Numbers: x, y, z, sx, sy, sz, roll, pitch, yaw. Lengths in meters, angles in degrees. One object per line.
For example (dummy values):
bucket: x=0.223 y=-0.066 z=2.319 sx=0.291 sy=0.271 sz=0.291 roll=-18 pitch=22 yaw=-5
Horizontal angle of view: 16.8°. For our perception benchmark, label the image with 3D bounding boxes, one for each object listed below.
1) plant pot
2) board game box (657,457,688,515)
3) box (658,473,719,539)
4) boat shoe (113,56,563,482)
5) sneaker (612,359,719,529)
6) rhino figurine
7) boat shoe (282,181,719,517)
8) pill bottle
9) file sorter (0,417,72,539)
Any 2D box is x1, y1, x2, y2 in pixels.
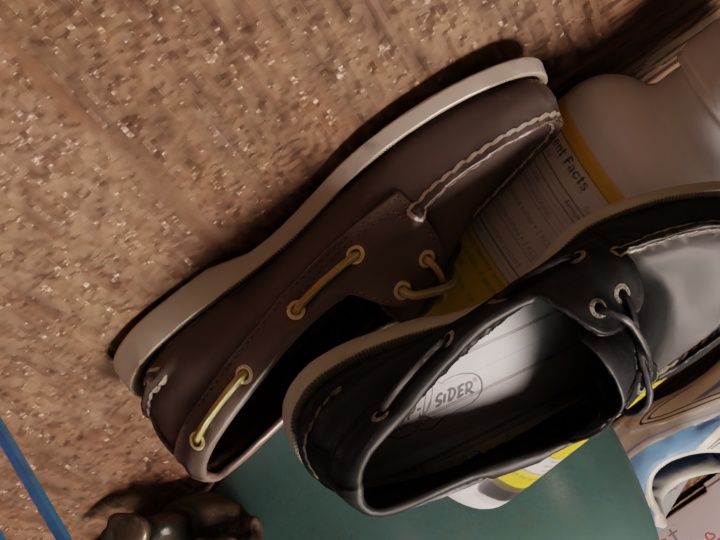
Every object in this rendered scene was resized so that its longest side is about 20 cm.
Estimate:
plant pot: x=0.050 y=0.137 z=1.152 sx=0.200 sy=0.161 sz=0.201 roll=-29 pitch=159 yaw=-12
board game box: x=0.120 y=0.180 z=1.539 sx=0.153 sy=0.040 sz=0.200 roll=-27 pitch=159 yaw=-21
box: x=0.292 y=0.199 z=1.777 sx=0.200 sy=0.097 sz=0.177 roll=-32 pitch=162 yaw=-2
boat shoe: x=0.000 y=0.000 z=0.907 sx=0.200 sy=0.060 sz=0.072 roll=-38 pitch=159 yaw=8
sneaker: x=0.229 y=0.077 z=1.432 sx=0.200 sy=0.073 sz=0.072 roll=-37 pitch=159 yaw=2
rhino figurine: x=-0.121 y=0.166 z=1.100 sx=0.200 sy=0.060 sz=0.087 roll=-40 pitch=164 yaw=22
boat shoe: x=0.071 y=0.032 z=0.868 sx=0.199 sy=0.066 sz=0.075 roll=-19 pitch=117 yaw=-7
pill bottle: x=0.091 y=-0.005 z=0.961 sx=0.200 sy=0.112 sz=0.112 roll=-39 pitch=160 yaw=14
file sorter: x=-0.190 y=0.092 z=0.729 sx=0.139 sy=0.123 sz=0.200 roll=-39 pitch=159 yaw=12
